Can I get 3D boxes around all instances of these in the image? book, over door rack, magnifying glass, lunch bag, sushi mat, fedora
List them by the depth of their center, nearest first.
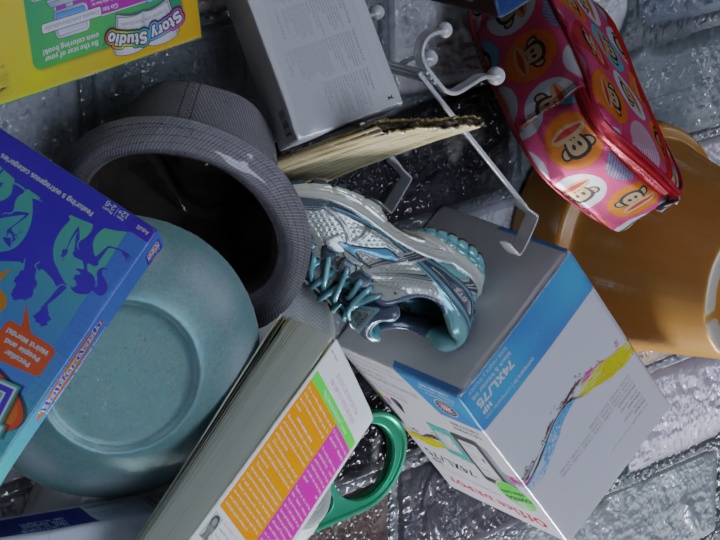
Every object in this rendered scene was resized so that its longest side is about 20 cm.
[{"bbox_3d":[-0.114,-0.055,1.539,0.201,0.176,0.091,80,18,-49],"label":"fedora"},{"bbox_3d":[-0.069,0.149,1.544,0.200,0.048,0.134,-56,149,-18],"label":"book"},{"bbox_3d":[-0.009,-0.081,1.575,0.095,0.200,0.012,-7,84,-36],"label":"sushi mat"},{"bbox_3d":[0.043,-0.115,1.635,0.067,0.147,0.200,-48,132,-22],"label":"over door rack"},{"bbox_3d":[0.166,-0.129,1.713,0.082,0.201,0.176,-32,143,19],"label":"lunch bag"},{"bbox_3d":[-0.037,0.185,1.760,0.200,0.022,0.080,-43,129,-21],"label":"magnifying glass"}]

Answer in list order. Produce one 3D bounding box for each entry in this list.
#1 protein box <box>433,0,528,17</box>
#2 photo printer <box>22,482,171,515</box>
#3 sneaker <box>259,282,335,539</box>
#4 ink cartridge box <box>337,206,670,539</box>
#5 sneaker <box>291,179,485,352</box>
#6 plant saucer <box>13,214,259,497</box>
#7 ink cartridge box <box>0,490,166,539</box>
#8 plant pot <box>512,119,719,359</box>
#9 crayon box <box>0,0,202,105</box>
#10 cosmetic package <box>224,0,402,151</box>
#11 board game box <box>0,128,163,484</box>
[{"bbox_3d":[0.101,-0.321,1.623,0.198,0.135,0.201,-35,125,-28],"label":"protein box"},{"bbox_3d":[-0.177,0.219,1.614,0.166,0.069,0.201,23,89,-43],"label":"photo printer"},{"bbox_3d":[-0.056,0.103,1.687,0.073,0.116,0.201,1,74,-4],"label":"sneaker"},{"bbox_3d":[0.114,0.081,1.770,0.146,0.146,0.200,-51,131,-16],"label":"ink cartridge box"},{"bbox_3d":[0.000,0.000,1.638,0.199,0.078,0.087,17,55,-17],"label":"sneaker"},{"bbox_3d":[-0.161,0.064,1.499,0.200,0.039,0.202,-4,110,-12],"label":"plant saucer"},{"bbox_3d":[-0.177,0.256,1.552,0.199,0.041,0.201,-7,110,-38],"label":"ink cartridge box"},{"bbox_3d":[0.254,-0.013,1.834,0.199,0.183,0.201,-16,115,-37],"label":"plant pot"},{"bbox_3d":[-0.201,-0.184,1.457,0.199,0.058,0.119,-23,120,-34],"label":"crayon box"},{"bbox_3d":[-0.048,-0.189,1.530,0.082,0.051,0.201,-20,90,-18],"label":"cosmetic package"},{"bbox_3d":[-0.242,0.021,1.436,0.201,0.152,0.045,-57,173,-10],"label":"board game box"}]
